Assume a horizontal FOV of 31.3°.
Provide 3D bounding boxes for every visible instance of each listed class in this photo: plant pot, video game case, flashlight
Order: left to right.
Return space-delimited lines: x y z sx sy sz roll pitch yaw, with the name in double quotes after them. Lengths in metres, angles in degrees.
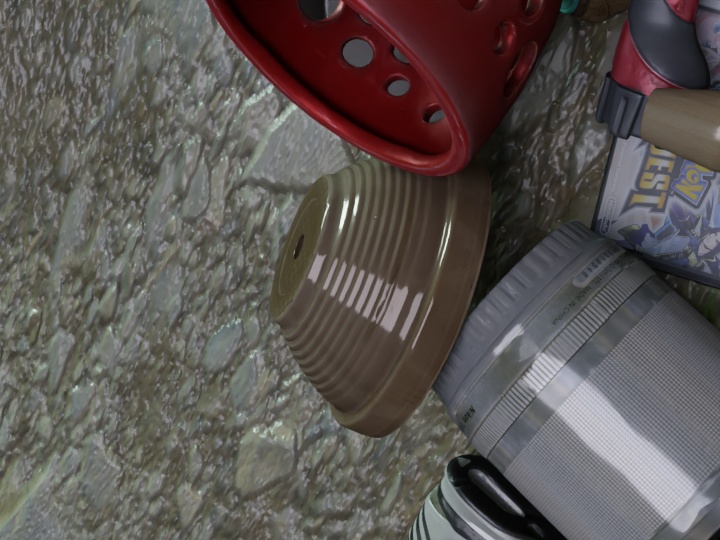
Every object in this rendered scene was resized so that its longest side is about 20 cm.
0.000 0.000 0.846 0.092 0.201 0.202 20 112 -14 "plant pot"
0.031 -0.184 0.749 0.200 0.201 0.183 32 73 18 "plant pot"
0.195 -0.174 0.757 0.067 0.068 0.202 8 115 -14 "flashlight"
0.251 -0.084 0.808 0.179 0.025 0.202 19 107 23 "video game case"

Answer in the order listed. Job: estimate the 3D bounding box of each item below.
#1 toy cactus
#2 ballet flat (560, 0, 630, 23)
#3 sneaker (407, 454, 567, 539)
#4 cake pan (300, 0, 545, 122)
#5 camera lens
0.242 -0.071 0.716 0.164 0.102 0.202 18 106 24 "toy cactus"
0.161 -0.257 0.799 0.072 0.068 0.202 -7 108 -13 "ballet flat"
0.113 0.238 0.923 0.201 0.075 0.116 46 125 21 "sneaker"
0.043 -0.187 0.888 0.198 0.037 0.202 5 102 27 "cake pan"
0.161 0.088 0.809 0.200 0.160 0.160 44 115 13 "camera lens"
